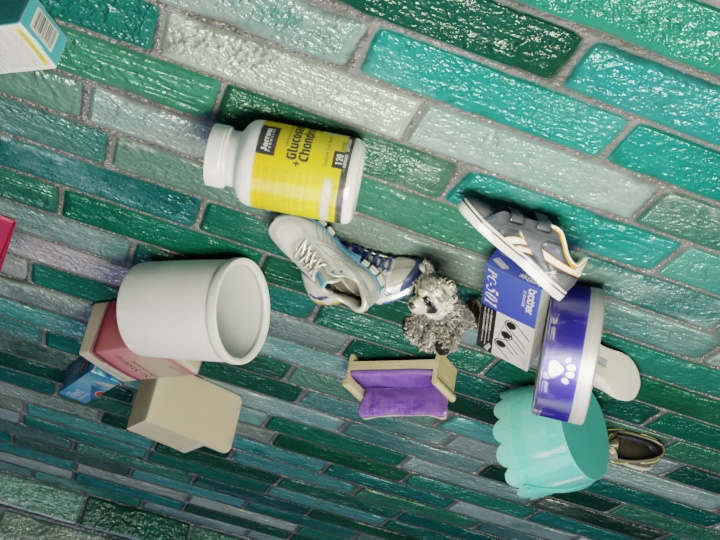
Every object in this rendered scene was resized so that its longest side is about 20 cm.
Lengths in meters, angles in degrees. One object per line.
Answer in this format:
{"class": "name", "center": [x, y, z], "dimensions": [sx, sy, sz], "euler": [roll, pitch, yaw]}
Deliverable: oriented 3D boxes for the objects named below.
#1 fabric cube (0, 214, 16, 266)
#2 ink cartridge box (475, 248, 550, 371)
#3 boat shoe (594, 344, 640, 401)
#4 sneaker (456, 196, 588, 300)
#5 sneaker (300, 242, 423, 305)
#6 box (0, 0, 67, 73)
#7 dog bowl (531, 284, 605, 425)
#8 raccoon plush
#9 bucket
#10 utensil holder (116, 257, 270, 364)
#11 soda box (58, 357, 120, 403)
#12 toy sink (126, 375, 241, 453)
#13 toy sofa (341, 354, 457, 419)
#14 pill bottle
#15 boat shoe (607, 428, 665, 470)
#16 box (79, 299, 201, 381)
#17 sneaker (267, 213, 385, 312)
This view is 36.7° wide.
{"class": "fabric cube", "center": [-0.709, 0.006, 1.807], "dimensions": [0.194, 0.202, 0.199], "euler": [23, 149, -17]}
{"class": "ink cartridge box", "center": [0.228, 0.060, 1.624], "dimensions": [0.093, 0.044, 0.201], "euler": [26, 145, 21]}
{"class": "boat shoe", "center": [0.382, 0.157, 1.788], "dimensions": [0.198, 0.073, 0.068], "euler": [24, 172, -33]}
{"class": "sneaker", "center": [0.222, -0.050, 1.469], "dimensions": [0.199, 0.079, 0.080], "euler": [38, 101, -17]}
{"class": "sneaker", "center": [0.000, 0.000, 1.647], "dimensions": [0.197, 0.076, 0.089], "euler": [-8, 129, 17]}
{"class": "box", "center": [-0.469, -0.286, 1.342], "dimensions": [0.197, 0.050, 0.083], "euler": [0, 149, 22]}
{"class": "dog bowl", "center": [0.306, 0.121, 1.604], "dimensions": [0.078, 0.202, 0.201], "euler": [10, 152, 9]}
{"class": "raccoon plush", "center": [0.133, 0.033, 1.633], "dimensions": [0.096, 0.200, 0.136], "euler": [25, 123, 20]}
{"class": "bucket", "center": [0.339, 0.293, 1.909], "dimensions": [0.134, 0.210, 0.207], "euler": [-19, 139, 35]}
{"class": "utensil holder", "center": [-0.273, 0.066, 1.776], "dimensions": [0.197, 0.172, 0.170], "euler": [-1, 149, 26]}
{"class": "soda box", "center": [-0.561, 0.219, 2.276], "dimensions": [0.067, 0.065, 0.199], "euler": [27, 149, -25]}
{"class": "toy sink", "center": [-0.368, 0.299, 2.274], "dimensions": [0.198, 0.132, 0.112], "euler": [26, 149, -26]}
{"class": "toy sofa", "center": [0.070, 0.209, 1.968], "dimensions": [0.198, 0.099, 0.083], "euler": [-4, 148, 29]}
{"class": "pill bottle", "center": [-0.098, -0.132, 1.404], "dimensions": [0.197, 0.113, 0.112], "euler": [11, 152, 2]}
{"class": "boat shoe", "center": [0.478, 0.332, 2.056], "dimensions": [0.199, 0.073, 0.060], "euler": [10, 151, -9]}
{"class": "box", "center": [-0.393, 0.124, 1.989], "dimensions": [0.198, 0.110, 0.128], "euler": [-9, 146, 34]}
{"class": "sneaker", "center": [-0.054, -0.011, 1.582], "dimensions": [0.199, 0.087, 0.075], "euler": [35, 117, 0]}
